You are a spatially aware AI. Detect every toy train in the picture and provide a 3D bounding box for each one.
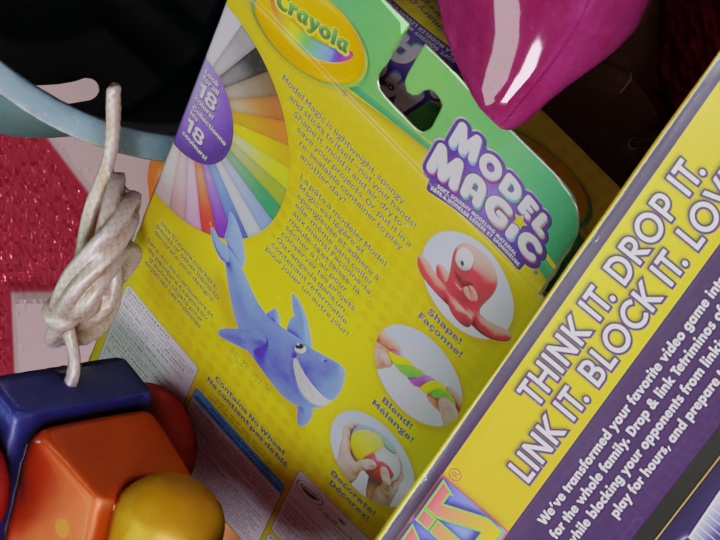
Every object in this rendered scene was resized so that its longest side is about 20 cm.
[{"bbox_3d":[-0.054,0.066,0.753,0.116,0.085,0.201,31,116,36],"label":"toy train"}]

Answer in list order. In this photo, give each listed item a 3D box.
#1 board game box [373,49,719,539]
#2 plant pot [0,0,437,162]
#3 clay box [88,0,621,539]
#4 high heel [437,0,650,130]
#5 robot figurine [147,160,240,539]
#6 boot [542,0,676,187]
[{"bbox_3d":[0.106,0.060,0.638,0.165,0.057,0.200,41,122,11],"label":"board game box"},{"bbox_3d":[-0.079,-0.125,0.901,0.196,0.200,0.201,172,87,-70],"label":"plant pot"},{"bbox_3d":[0.000,0.000,0.758,0.115,0.048,0.200,47,141,16],"label":"clay box"},{"bbox_3d":[0.020,-0.090,0.731,0.096,0.067,0.200,-60,17,-2],"label":"high heel"},{"bbox_3d":[-0.021,0.057,0.918,0.143,0.117,0.201,1,103,34],"label":"robot figurine"},{"bbox_3d":[0.064,-0.051,0.798,0.200,0.075,0.074,-62,4,31],"label":"boot"}]
